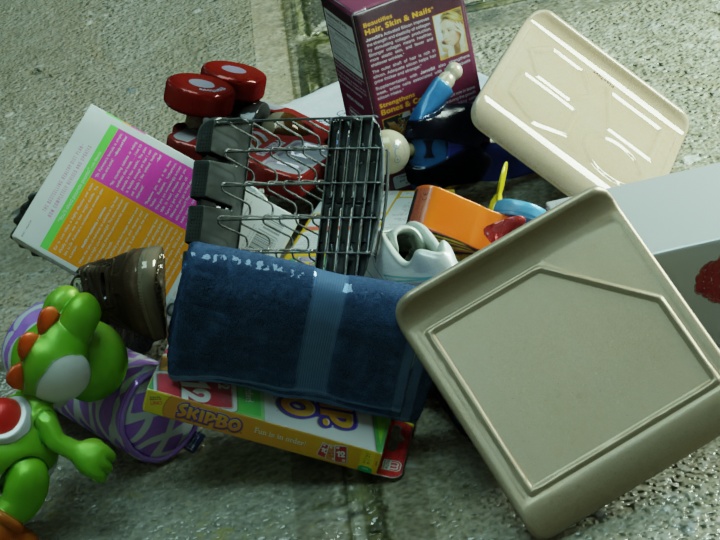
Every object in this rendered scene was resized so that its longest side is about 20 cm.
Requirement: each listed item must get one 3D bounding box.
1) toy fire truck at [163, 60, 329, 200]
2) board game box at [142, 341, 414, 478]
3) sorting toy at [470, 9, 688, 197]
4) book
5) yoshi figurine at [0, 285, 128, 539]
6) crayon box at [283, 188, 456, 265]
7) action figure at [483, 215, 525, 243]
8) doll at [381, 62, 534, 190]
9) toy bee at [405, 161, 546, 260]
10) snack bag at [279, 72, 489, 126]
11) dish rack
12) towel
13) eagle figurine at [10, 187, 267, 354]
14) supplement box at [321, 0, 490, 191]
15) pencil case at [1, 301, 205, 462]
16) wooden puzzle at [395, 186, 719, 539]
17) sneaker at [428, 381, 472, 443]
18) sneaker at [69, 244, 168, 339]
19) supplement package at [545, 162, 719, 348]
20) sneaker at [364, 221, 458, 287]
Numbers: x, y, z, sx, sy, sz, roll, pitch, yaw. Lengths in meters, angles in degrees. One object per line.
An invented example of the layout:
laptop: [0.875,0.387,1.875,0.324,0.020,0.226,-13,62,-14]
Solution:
toy fire truck: [-0.096,-0.118,1.947,0.167,0.113,0.200,18,20,15]
board game box: [-0.056,0.097,1.559,0.199,0.030,0.096,17,33,0]
sorting toy: [0.197,-0.131,1.847,0.185,0.037,0.200,36,40,-3]
book: [-0.169,-0.034,1.719,0.199,0.134,0.048,29,-8,1]
yoshi figurine: [-0.231,0.114,1.541,0.112,0.201,0.112,23,-1,-3]
crayon box: [0.000,0.000,1.762,0.125,0.052,0.200,0,30,21]
action figure: [0.142,0.052,1.550,0.051,0.066,0.201,-15,57,1]
doll: [0.091,-0.120,1.864,0.199,0.137,0.048,-11,17,-29]
toy bee: [0.118,-0.008,1.686,0.131,0.200,0.109,-53,10,-18]
snack bag: [0.040,-0.173,2.094,0.199,0.021,0.188,-24,30,-22]
dish rack: [-0.055,-0.051,1.628,0.199,0.154,0.054,1,-8,36]
towel: [-0.042,0.046,1.512,0.199,0.112,0.049,13,34,-2]
eagle figurine: [-0.179,-0.011,1.784,0.199,0.152,0.152,-17,37,-31]
supplement box: [0.044,-0.174,1.902,0.110,0.201,0.086,-21,29,-16]
pencil case: [-0.208,0.085,1.652,0.200,0.084,0.086,22,76,45]
wooden puzzle: [0.149,0.064,1.463,0.184,0.037,0.200,-30,74,-8]
sneaker: [0.088,0.073,1.572,0.082,0.074,0.200,-23,31,-23]
sneaker: [-0.187,0.022,1.590,0.075,0.071,0.200,-3,-6,-6]
supplement package: [0.257,0.002,1.583,0.199,0.122,0.120,-14,29,-1]
sneaker: [0.032,-0.004,1.608,0.070,0.081,0.200,-24,21,-23]
